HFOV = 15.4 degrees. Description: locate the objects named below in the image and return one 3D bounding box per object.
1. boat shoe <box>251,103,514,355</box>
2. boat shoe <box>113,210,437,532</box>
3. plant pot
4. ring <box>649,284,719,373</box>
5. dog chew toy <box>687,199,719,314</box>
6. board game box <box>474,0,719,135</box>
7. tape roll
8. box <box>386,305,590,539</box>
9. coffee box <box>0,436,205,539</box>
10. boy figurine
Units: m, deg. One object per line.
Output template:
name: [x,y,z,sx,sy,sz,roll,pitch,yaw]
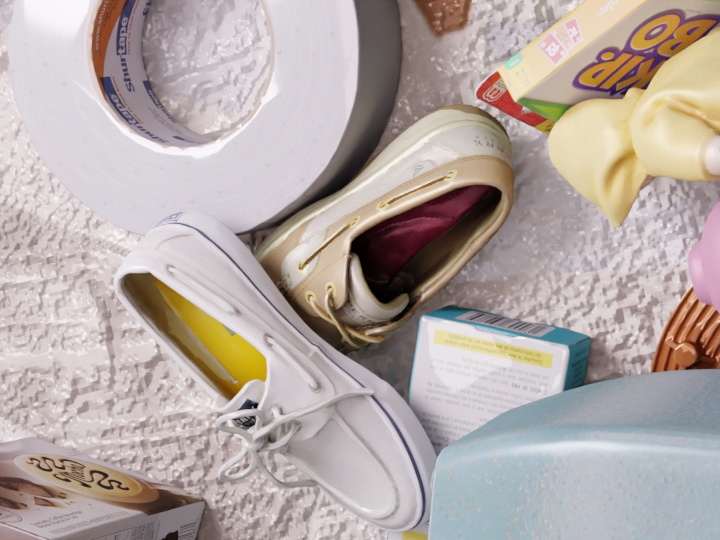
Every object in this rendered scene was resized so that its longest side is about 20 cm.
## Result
boat shoe: [0.000,0.000,1.364,0.074,0.066,0.200,34,111,-28]
boat shoe: [-0.047,0.063,1.324,0.202,0.086,0.075,49,129,-2]
plant pot: [0.137,0.146,1.253,0.199,0.196,0.197,8,100,18]
ring: [0.238,0.074,1.324,0.200,0.019,0.201,2,97,21]
dog chew toy: [0.253,-0.016,1.248,0.199,0.124,0.125,-12,92,17]
board game box: [0.154,-0.126,1.291,0.200,0.095,0.030,-35,63,21]
tape roll: [-0.082,-0.117,1.395,0.199,0.066,0.201,2,97,19]
box: [0.061,0.125,1.377,0.082,0.049,0.201,12,100,18]
coffee box: [-0.175,0.147,1.383,0.113,0.200,0.080,18,97,18]
boy figurine: [0.173,-0.075,1.253,0.200,0.124,0.065,-26,112,32]
